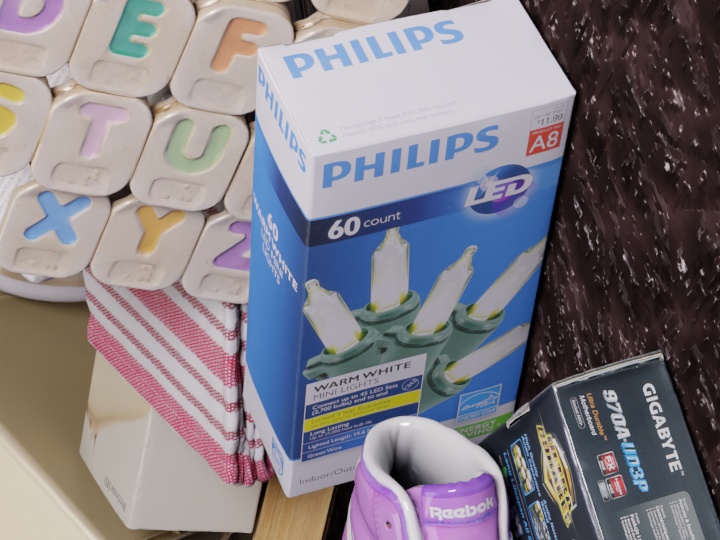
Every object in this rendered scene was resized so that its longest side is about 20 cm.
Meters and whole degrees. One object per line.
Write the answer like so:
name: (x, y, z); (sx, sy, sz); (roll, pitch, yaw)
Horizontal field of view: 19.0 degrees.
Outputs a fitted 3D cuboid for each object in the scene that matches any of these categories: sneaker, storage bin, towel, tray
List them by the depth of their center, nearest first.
sneaker: (0.036, 0.137, 0.760); (0.201, 0.072, 0.115); (-119, 25, -44)
towel: (-0.083, -0.018, 0.961); (0.146, 0.030, 0.202); (39, 138, 44)
tray: (-0.040, 0.150, 1.070); (0.099, 0.037, 0.201); (107, 178, -61)
storage bin: (-0.168, 0.109, 1.240); (0.200, 0.198, 0.094); (44, 115, 18)

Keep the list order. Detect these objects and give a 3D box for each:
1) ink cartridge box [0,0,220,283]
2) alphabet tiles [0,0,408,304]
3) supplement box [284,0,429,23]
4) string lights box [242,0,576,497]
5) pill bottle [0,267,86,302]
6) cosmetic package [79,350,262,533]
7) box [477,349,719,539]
ink cartridge box: (-0.126, -0.126, 0.859); (0.176, 0.045, 0.200); (49, 124, 14)
alphabet tiles: (-0.057, -0.062, 0.809); (0.196, 0.198, 0.015); (-62, 31, 35)
supplement box: (-0.038, -0.185, 0.888); (0.126, 0.073, 0.202); (-154, 52, -67)
string lights box: (0.013, -0.005, 0.820); (0.201, 0.102, 0.059); (95, 155, -49)
pill bottle: (-0.170, -0.093, 1.245); (0.116, 0.115, 0.202); (-130, 44, -55)
cosmetic package: (-0.085, 0.023, 1.111); (0.103, 0.072, 0.202); (-142, 60, -61)
box: (0.095, 0.146, 0.774); (0.159, 0.046, 0.202); (125, 129, -69)
